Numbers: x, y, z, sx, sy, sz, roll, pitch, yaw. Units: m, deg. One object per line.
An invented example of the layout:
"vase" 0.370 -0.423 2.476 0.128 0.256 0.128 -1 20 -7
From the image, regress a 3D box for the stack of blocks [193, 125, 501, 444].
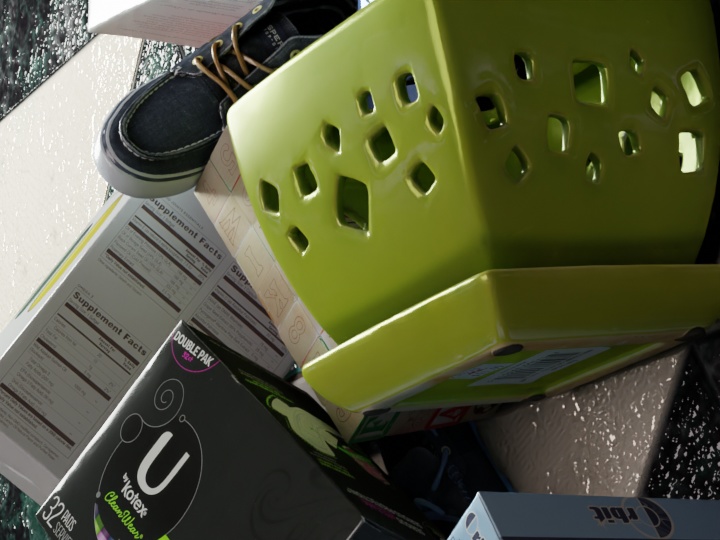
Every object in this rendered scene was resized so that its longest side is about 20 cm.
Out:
"stack of blocks" 0.000 0.000 1.150 0.201 0.114 0.059 57 134 29

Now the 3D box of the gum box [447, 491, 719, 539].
"gum box" 0.088 0.192 0.959 0.201 0.168 0.045 -60 38 34

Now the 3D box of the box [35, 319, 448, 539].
"box" -0.057 0.154 1.073 0.149 0.124 0.200 -53 45 4

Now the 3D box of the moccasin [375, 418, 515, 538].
"moccasin" 0.037 0.128 1.147 0.081 0.068 0.201 -59 42 34

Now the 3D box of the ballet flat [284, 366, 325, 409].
"ballet flat" -0.032 0.095 1.285 0.200 0.069 0.070 -30 60 58

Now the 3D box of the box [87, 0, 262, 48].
"box" -0.077 -0.221 1.315 0.199 0.151 0.108 -10 77 57

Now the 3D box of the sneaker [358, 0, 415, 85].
"sneaker" 0.076 -0.161 1.077 0.198 0.076 0.078 -16 91 31

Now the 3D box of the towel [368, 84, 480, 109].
"towel" 0.041 -0.134 1.207 0.201 0.048 0.112 -64 37 30

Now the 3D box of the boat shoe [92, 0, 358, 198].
"boat shoe" -0.077 -0.120 1.188 0.071 0.200 0.091 48 140 8

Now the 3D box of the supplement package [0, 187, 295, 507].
"supplement package" -0.149 0.060 1.261 0.201 0.150 0.152 -53 11 -18

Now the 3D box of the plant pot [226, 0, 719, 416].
"plant pot" 0.070 -0.032 1.011 0.199 0.197 0.183 -29 67 51
